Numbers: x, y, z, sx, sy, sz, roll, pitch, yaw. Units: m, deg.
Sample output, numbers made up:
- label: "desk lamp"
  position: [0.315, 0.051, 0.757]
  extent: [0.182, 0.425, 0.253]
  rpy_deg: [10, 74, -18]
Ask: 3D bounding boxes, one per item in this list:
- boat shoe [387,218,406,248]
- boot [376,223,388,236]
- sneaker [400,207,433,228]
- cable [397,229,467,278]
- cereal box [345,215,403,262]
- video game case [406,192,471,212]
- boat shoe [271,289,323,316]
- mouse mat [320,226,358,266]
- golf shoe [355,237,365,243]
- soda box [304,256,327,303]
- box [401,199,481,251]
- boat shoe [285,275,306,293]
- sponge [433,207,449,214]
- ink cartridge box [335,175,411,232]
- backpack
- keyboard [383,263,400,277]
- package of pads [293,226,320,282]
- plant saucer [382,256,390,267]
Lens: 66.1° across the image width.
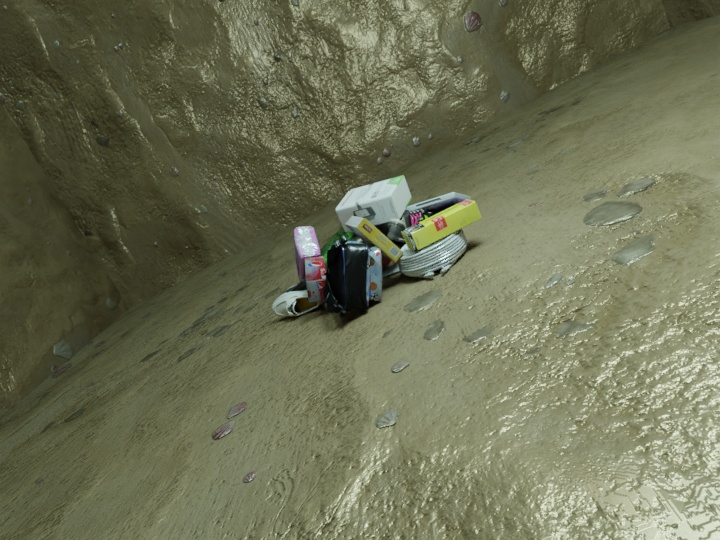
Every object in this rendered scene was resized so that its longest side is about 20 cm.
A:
- label: "boat shoe"
  position: [0.116, -0.088, 1.612]
  extent: [0.066, 0.200, 0.058]
  rpy_deg: [15, 78, 23]
- label: "boot"
  position: [0.066, -0.130, 1.812]
  extent: [0.178, 0.073, 0.202]
  rpy_deg: [-14, 45, -4]
- label: "sneaker"
  position: [0.174, -0.159, 1.727]
  extent: [0.086, 0.075, 0.199]
  rpy_deg: [-10, 2, 27]
- label: "cable"
  position: [0.188, -0.054, 1.484]
  extent: [0.199, 0.070, 0.198]
  rpy_deg: [-39, 20, -34]
- label: "cereal box"
  position: [0.034, -0.090, 1.530]
  extent: [0.040, 0.143, 0.200]
  rpy_deg: [-50, 12, -1]
- label: "video game case"
  position: [0.259, -0.219, 1.848]
  extent: [0.179, 0.022, 0.199]
  rpy_deg: [-15, -4, 27]
- label: "boat shoe"
  position: [-0.196, 0.106, 1.678]
  extent: [0.197, 0.072, 0.070]
  rpy_deg: [-13, 16, 26]
- label: "mouse mat"
  position: [-0.058, -0.099, 1.779]
  extent: [0.200, 0.008, 0.161]
  rpy_deg: [-47, 25, 4]
- label: "golf shoe"
  position: [-0.001, -0.066, 1.717]
  extent: [0.087, 0.078, 0.200]
  rpy_deg: [-32, 7, 14]
- label: "soda box"
  position: [-0.129, 0.024, 1.631]
  extent: [0.062, 0.071, 0.200]
  rpy_deg: [-7, 21, -4]
- label: "box"
  position: [0.208, -0.118, 1.434]
  extent: [0.197, 0.051, 0.075]
  rpy_deg: [-25, 14, -2]
- label: "boat shoe"
  position: [-0.177, 0.059, 1.788]
  extent: [0.199, 0.067, 0.058]
  rpy_deg: [-34, 26, 36]
- label: "sponge"
  position: [0.272, -0.173, 1.824]
  extent: [0.198, 0.030, 0.111]
  rpy_deg: [-15, 20, 43]
- label: "ink cartridge box"
  position: [0.042, -0.206, 1.709]
  extent: [0.197, 0.085, 0.146]
  rpy_deg: [-11, 28, 29]
- label: "backpack"
  position: [-0.024, 0.005, 1.465]
  extent: [0.151, 0.204, 0.190]
  rpy_deg: [1, 7, -21]
- label: "keyboard"
  position: [0.097, -0.003, 1.611]
  extent: [0.197, 0.011, 0.056]
  rpy_deg: [-21, 16, 29]
- label: "package of pads"
  position: [-0.174, -0.041, 1.819]
  extent: [0.074, 0.122, 0.201]
  rpy_deg: [-9, -31, -10]
- label: "plant saucer"
  position: [0.000, 0.000, 1.698]
  extent: [0.197, 0.037, 0.200]
  rpy_deg: [-31, 8, -8]
